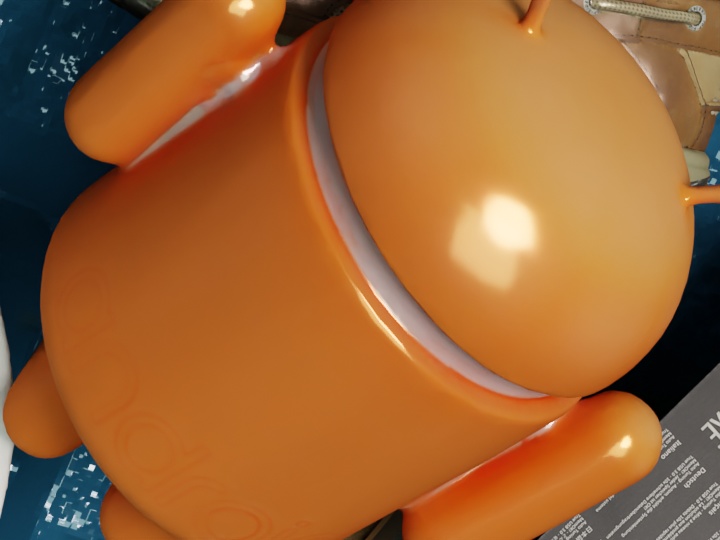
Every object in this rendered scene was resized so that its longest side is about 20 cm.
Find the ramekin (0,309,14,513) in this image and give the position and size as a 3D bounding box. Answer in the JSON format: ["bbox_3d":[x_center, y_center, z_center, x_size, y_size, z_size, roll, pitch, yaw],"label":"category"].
[{"bbox_3d":[-0.200,0.039,0.747,0.200,0.098,0.201,-8,104,-32],"label":"ramekin"}]

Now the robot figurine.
[{"bbox_3d":[0.001,0.001,0.726,0.200,0.144,0.117,-33,158,33],"label":"robot figurine"}]

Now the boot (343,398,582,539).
[{"bbox_3d":[0.000,0.063,0.820,0.200,0.075,0.074,-61,153,-10],"label":"boot"}]

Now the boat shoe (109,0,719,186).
[{"bbox_3d":[0.013,-0.078,0.799,0.200,0.076,0.074,19,94,-20],"label":"boat shoe"}]

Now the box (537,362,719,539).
[{"bbox_3d":[0.120,0.084,0.843,0.200,0.050,0.158,-44,150,5],"label":"box"}]
